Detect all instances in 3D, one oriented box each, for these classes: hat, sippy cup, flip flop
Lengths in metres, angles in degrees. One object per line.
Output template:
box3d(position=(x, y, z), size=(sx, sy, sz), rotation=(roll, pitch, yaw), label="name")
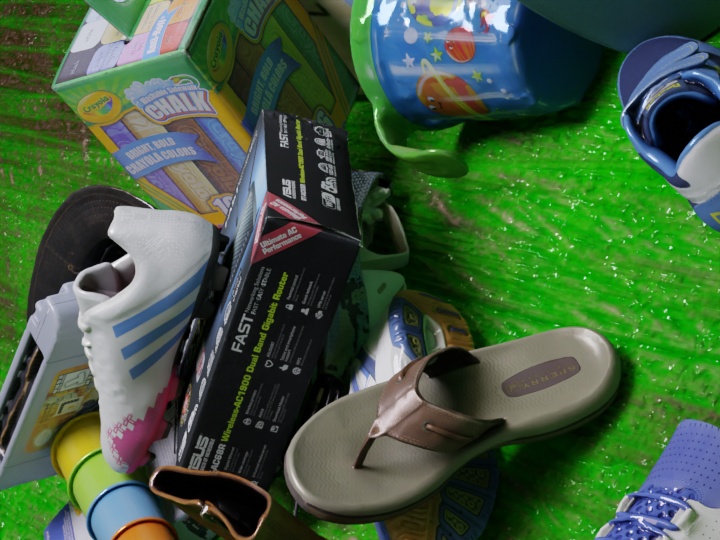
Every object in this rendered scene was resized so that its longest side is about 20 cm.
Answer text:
box3d(position=(-0.159, 0.025, 1.446), size=(0.200, 0.202, 0.081), rotation=(-26, 0, 40), label="hat")
box3d(position=(0.084, -0.155, 1.260), size=(0.130, 0.139, 0.180), rotation=(9, 106, 46), label="sippy cup")
box3d(position=(0.050, 0.073, 1.057), size=(0.198, 0.058, 0.081), rotation=(-20, 52, -7), label="flip flop")

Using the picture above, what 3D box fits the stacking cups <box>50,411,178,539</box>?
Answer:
box3d(position=(-0.147, 0.173, 1.270), size=(0.061, 0.060, 0.200), rotation=(-49, 40, 10), label="stacking cups")

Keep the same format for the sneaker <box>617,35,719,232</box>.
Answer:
box3d(position=(0.185, -0.090, 1.088), size=(0.074, 0.082, 0.200), rotation=(-49, 29, 13), label="sneaker")

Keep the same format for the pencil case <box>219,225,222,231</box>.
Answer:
box3d(position=(-0.067, -0.028, 1.389), size=(0.088, 0.088, 0.201), rotation=(-37, 37, 27), label="pencil case")

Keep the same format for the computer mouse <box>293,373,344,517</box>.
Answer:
box3d(position=(-0.051, 0.159, 1.180), size=(0.059, 0.034, 0.202), rotation=(179, 106, -69), label="computer mouse")

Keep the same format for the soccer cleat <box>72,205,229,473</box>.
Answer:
box3d(position=(-0.147, 0.041, 1.226), size=(0.070, 0.086, 0.201), rotation=(-93, 22, -55), label="soccer cleat")

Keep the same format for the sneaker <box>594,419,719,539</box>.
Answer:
box3d(position=(0.120, 0.154, 0.909), size=(0.080, 0.115, 0.201), rotation=(5, 65, 55), label="sneaker")

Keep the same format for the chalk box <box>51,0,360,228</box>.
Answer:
box3d(position=(-0.112, -0.140, 1.302), size=(0.123, 0.200, 0.125), rotation=(-8, 46, 35), label="chalk box")

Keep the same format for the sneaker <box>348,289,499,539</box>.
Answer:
box3d(position=(0.029, 0.108, 1.145), size=(0.088, 0.075, 0.201), rotation=(-51, 23, 36), label="sneaker")

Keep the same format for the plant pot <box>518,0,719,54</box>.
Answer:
box3d(position=(0.149, -0.227, 1.155), size=(0.141, 0.200, 0.142), rotation=(-32, 37, 32), label="plant pot")

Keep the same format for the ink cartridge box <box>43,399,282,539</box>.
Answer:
box3d(position=(-0.142, 0.159, 1.350), size=(0.200, 0.042, 0.120), rotation=(-44, 34, 14), label="ink cartridge box")

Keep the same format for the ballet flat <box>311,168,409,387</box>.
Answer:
box3d(position=(0.000, 0.000, 1.279), size=(0.074, 0.074, 0.201), rotation=(-36, 36, 30), label="ballet flat")

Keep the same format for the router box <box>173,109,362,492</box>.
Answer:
box3d(position=(-0.061, 0.021, 1.218), size=(0.150, 0.062, 0.201), rotation=(-97, 25, -62), label="router box")

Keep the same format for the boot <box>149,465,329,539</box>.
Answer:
box3d(position=(-0.038, 0.165, 1.038), size=(0.188, 0.199, 0.069), rotation=(16, 74, 58), label="boot")

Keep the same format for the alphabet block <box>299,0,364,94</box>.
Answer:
box3d(position=(-0.002, -0.256, 1.408), size=(0.199, 0.195, 0.198), rotation=(4, 62, 55), label="alphabet block")

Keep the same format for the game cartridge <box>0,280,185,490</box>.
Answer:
box3d(position=(-0.183, 0.074, 1.338), size=(0.042, 0.132, 0.201), rotation=(58, 140, 28), label="game cartridge")
